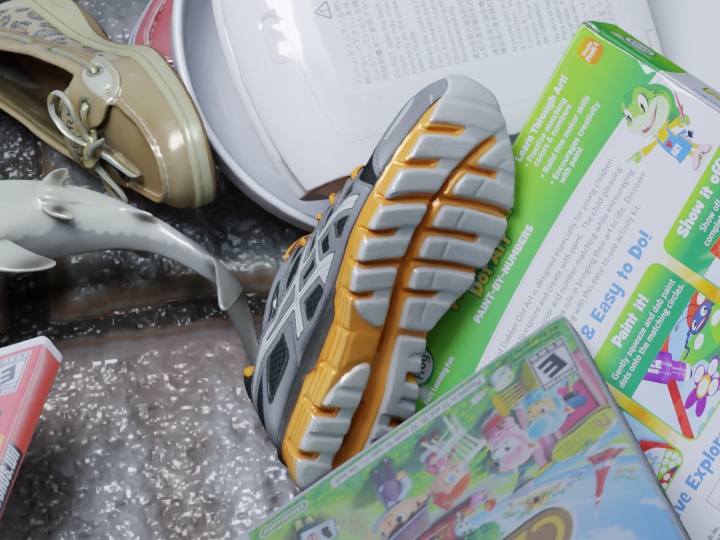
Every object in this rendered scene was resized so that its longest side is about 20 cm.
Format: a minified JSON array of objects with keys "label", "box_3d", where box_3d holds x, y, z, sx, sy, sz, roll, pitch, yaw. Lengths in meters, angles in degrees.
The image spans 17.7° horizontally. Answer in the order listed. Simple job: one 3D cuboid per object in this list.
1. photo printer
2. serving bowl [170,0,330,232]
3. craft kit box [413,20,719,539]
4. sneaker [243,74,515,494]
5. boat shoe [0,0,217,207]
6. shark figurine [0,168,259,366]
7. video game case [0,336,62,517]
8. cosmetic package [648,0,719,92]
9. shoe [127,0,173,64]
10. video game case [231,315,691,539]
[{"label":"photo printer","box_3d":[0.031,-0.124,1.086,0.200,0.069,0.167,-15,83,-18]},{"label":"serving bowl","box_3d":[-0.001,-0.105,1.144,0.200,0.066,0.200,4,77,-16]},{"label":"craft kit box","box_3d":[0.132,0.026,1.014,0.197,0.200,0.049,36,19,20]},{"label":"sneaker","box_3d":[0.000,0.000,1.028,0.078,0.200,0.077,11,22,-41]},{"label":"boat shoe","box_3d":[-0.136,-0.078,1.125,0.063,0.073,0.200,-22,34,-25]},{"label":"shark figurine","box_3d":[-0.153,-0.001,1.089,0.214,0.090,0.128,2,45,-14]},{"label":"video game case","box_3d":[-0.213,0.119,0.985,0.143,0.017,0.200,-16,38,28]},{"label":"cosmetic package","box_3d":[0.178,-0.035,1.104,0.051,0.083,0.200,-8,56,-5]},{"label":"shoe","box_3d":[-0.055,-0.177,1.200,0.071,0.091,0.200,30,62,20]},{"label":"video game case","box_3d":[0.031,0.127,0.948,0.200,0.022,0.182,-35,34,8]}]
